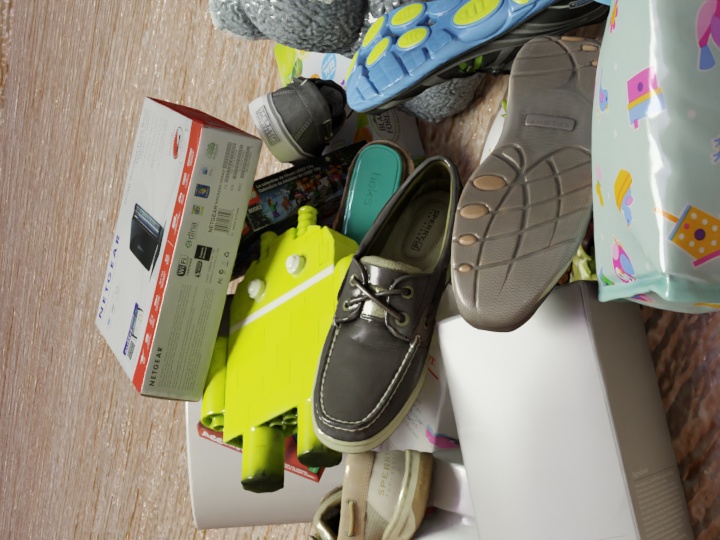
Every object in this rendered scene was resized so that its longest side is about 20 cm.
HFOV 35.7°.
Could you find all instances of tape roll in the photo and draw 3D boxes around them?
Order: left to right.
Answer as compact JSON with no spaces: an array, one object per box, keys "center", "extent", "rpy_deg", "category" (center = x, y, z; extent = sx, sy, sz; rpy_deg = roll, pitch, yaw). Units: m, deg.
[{"center":[-0.080,0.120,0.979],"extent":[0.203,0.137,0.206],"rpy_deg":[178,90,-84],"category":"tape roll"}]

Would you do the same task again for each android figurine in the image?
[{"center":[-0.050,0.049,0.796],"extent":[0.181,0.041,0.202],"rpy_deg":[-29,51,40],"category":"android figurine"}]

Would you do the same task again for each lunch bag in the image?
[{"center":[0.175,-0.065,0.567],"extent":[0.200,0.120,0.173],"rpy_deg":[41,-133,-87],"category":"lunch bag"}]

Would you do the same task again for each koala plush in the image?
[{"center":[-0.006,-0.209,0.837],"extent":[0.177,0.198,0.187],"rpy_deg":[-2,89,62],"category":"koala plush"}]

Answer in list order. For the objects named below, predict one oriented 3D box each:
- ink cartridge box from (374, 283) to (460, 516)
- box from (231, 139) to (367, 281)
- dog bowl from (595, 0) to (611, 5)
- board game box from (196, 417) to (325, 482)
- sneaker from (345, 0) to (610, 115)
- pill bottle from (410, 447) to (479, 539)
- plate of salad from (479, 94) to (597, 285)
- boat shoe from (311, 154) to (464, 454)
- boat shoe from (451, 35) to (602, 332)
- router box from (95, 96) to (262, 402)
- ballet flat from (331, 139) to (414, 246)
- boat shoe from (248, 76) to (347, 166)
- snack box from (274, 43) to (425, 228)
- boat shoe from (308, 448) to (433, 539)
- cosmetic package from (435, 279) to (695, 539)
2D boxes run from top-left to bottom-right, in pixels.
[{"center":[0.061,0.092,0.846],"extent":[0.117,0.067,0.203],"rpy_deg":[-134,49,-58],"category":"ink cartridge box"},{"center":[-0.084,-0.037,0.957],"extent":[0.200,0.136,0.038],"rpy_deg":[-35,82,55],"category":"box"},{"center":[0.141,-0.236,0.660],"extent":[0.050,0.110,0.202],"rpy_deg":[107,151,-56],"category":"dog bowl"},{"center":[-0.040,0.061,0.885],"extent":[0.020,0.102,0.201],"rpy_deg":[86,-155,-54],"category":"board game box"},{"center":[0.075,-0.148,0.743],"extent":[0.198,0.083,0.072],"rpy_deg":[-23,51,25],"category":"sneaker"},{"center":[0.083,0.229,0.758],"extent":[0.109,0.108,0.203],"rpy_deg":[5,91,62],"category":"pill bottle"},{"center":[0.123,-0.040,0.751],"extent":[0.199,0.047,0.203],"rpy_deg":[-2,87,62],"category":"plate of salad"},{"center":[0.017,0.013,0.690],"extent":[0.066,0.071,0.202],"rpy_deg":[75,-146,-52],"category":"boat shoe"},{"center":[0.106,-0.044,0.648],"extent":[0.074,0.074,0.202],"rpy_deg":[71,-143,-55],"category":"boat shoe"},{"center":[-0.148,-0.023,0.875],"extent":[0.179,0.048,0.203],"rpy_deg":[30,108,62],"category":"router box"},{"center":[0.000,0.000,0.865],"extent":[0.067,0.067,0.202],"rpy_deg":[17,-85,-77],"category":"ballet flat"},{"center":[-0.041,-0.128,0.903],"extent":[0.071,0.066,0.200],"rpy_deg":[61,-173,-1],"category":"boat shoe"},{"center":[-0.015,-0.156,1.013],"extent":[0.142,0.052,0.202],"rpy_deg":[-46,53,55],"category":"snack box"},{"center":[-0.003,0.178,0.790],"extent":[0.201,0.064,0.073],"rpy_deg":[111,171,-56],"category":"boat shoe"},{"center":[0.123,0.113,0.657],"extent":[0.106,0.090,0.203],"rpy_deg":[-15,78,35],"category":"cosmetic package"}]
